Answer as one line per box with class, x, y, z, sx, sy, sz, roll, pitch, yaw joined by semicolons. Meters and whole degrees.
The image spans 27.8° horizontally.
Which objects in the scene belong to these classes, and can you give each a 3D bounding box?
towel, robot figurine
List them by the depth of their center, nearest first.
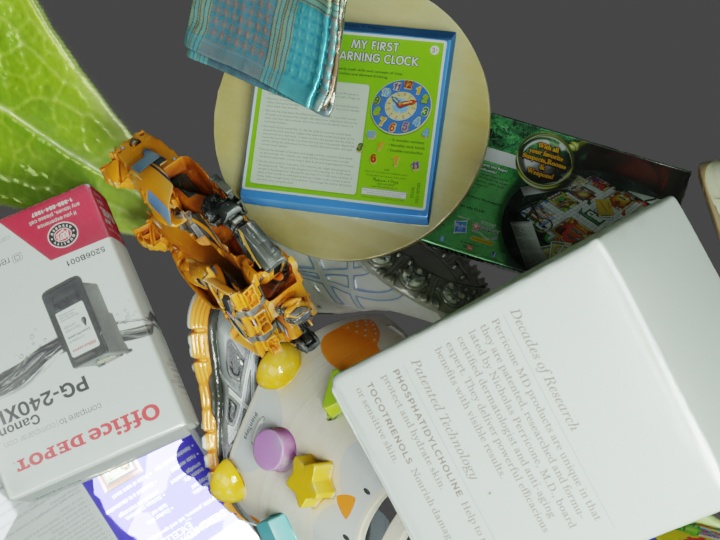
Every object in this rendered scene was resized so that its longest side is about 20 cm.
towel;-0.059;-0.218;0.968;0.146;0.022;0.201;28;120;37
robot figurine;-0.104;-0.013;1.037;0.200;0.058;0.145;41;162;39

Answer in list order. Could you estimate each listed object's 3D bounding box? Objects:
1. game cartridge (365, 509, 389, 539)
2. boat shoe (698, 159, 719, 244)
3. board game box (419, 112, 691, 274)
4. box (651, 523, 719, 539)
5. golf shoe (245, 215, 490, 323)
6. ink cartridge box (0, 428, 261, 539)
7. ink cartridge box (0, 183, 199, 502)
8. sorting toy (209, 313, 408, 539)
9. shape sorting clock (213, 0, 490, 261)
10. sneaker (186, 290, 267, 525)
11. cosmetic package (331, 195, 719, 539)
game cartridge;-0.058;0.271;1.152;0.200;0.133;0.040;-35;114;19
boat shoe;0.279;0.005;0.948;0.065;0.072;0.201;-23;58;15
board game box;0.120;-0.049;1.022;0.199;0.023;0.105;18;89;10
box;0.217;0.278;1.036;0.192;0.200;0.122;12;112;12
golf shoe;0.000;0.000;1.083;0.200;0.078;0.097;28;132;11
ink cartridge box;-0.205;0.199;1.164;0.198;0.043;0.200;-32;96;-10
ink cartridge box;-0.227;0.057;1.100;0.145;0.083;0.201;-23;84;-5
sorting toy;-0.008;0.154;1.050;0.180;0.107;0.201;38;111;46
shape sorting clock;-0.007;-0.106;1.023;0.199;0.039;0.201;-1;88;14
sneaker;-0.083;0.108;1.137;0.077;0.078;0.201;-5;110;7
cosmetic package;0.128;0.081;0.899;0.200;0.167;0.167;-30;86;29
